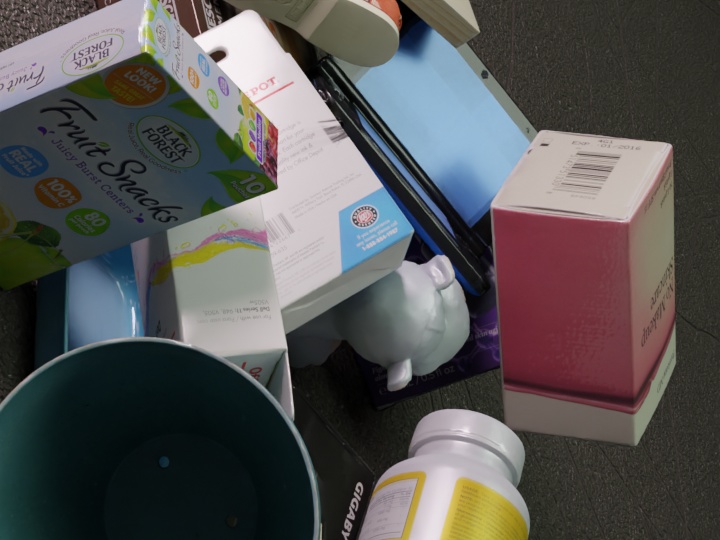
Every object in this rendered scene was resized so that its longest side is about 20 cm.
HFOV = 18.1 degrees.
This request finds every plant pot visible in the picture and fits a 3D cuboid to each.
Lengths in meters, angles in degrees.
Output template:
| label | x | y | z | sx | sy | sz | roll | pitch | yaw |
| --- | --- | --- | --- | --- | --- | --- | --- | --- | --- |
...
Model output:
| label | x | y | z | sx | sy | sz | roll | pitch | yaw |
| --- | --- | --- | --- | --- | --- | --- | --- | --- | --- |
| plant pot | -0.114 | 0.140 | 1.296 | 0.135 | 0.200 | 0.200 | 30 | 41 | -83 |

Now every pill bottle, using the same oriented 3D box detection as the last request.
| label | x | y | z | sx | sy | sz | roll | pitch | yaw |
| --- | --- | --- | --- | --- | --- | --- | --- | --- | --- |
| pill bottle | 0.053 | 0.197 | 1.531 | 0.112 | 0.112 | 0.200 | 53 | 41 | -36 |

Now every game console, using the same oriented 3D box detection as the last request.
| label | x | y | z | sx | sy | sz | roll | pitch | yaw |
| --- | --- | --- | --- | --- | --- | --- | --- | --- | --- |
| game console | 0.062 | -0.103 | 1.703 | 0.200 | 0.118 | 0.171 | 49 | 5 | -13 |

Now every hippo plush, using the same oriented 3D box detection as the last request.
| label | x | y | z | sx | sy | sz | roll | pitch | yaw |
| --- | --- | --- | --- | --- | --- | --- | --- | --- | --- |
| hippo plush | 0.000 | 0.000 | 1.629 | 0.200 | 0.161 | 0.159 | 24 | 80 | -63 |

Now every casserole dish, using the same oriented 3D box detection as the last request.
| label | x | y | z | sx | sy | sz | roll | pitch | yaw |
| --- | --- | --- | --- | --- | --- | --- | --- | --- | --- |
| casserole dish | -0.165 | 0.045 | 1.434 | 0.121 | 0.039 | 0.200 | 45 | 33 | -46 |

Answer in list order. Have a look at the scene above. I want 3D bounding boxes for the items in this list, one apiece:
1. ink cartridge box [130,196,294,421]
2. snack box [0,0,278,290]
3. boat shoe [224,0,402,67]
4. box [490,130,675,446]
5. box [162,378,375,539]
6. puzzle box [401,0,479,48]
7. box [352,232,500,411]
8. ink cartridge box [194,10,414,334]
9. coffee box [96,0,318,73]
| label | x | y | z | sx | sy | sz | roll | pitch | yaw |
| --- | --- | --- | --- | --- | --- | --- | --- | --- | --- |
| ink cartridge box | -0.095 | 0.024 | 1.398 | 0.117 | 0.067 | 0.200 | 114 | -31 | -59 |
| snack box | -0.168 | -0.071 | 1.311 | 0.142 | 0.200 | 0.053 | 45 | 33 | -46 |
| boat shoe | -0.054 | -0.219 | 1.617 | 0.200 | 0.071 | 0.063 | 30 | 37 | -23 |
| box | 0.171 | 0.013 | 1.702 | 0.128 | 0.109 | 0.200 | -54 | 145 | -52 |
| box | -0.071 | 0.172 | 1.472 | 0.160 | 0.049 | 0.200 | 50 | 43 | -35 |
| puzzle box | 0.011 | -0.266 | 1.702 | 0.200 | 0.025 | 0.133 | 36 | 29 | -43 |
| box | 0.055 | -0.008 | 1.846 | 0.200 | 0.148 | 0.104 | 67 | 23 | -3 |
| ink cartridge box | -0.068 | -0.066 | 1.550 | 0.200 | 0.116 | 0.067 | 56 | -17 | 15 |
| coffee box | -0.107 | -0.160 | 1.686 | 0.200 | 0.080 | 0.114 | 21 | 51 | -62 |
